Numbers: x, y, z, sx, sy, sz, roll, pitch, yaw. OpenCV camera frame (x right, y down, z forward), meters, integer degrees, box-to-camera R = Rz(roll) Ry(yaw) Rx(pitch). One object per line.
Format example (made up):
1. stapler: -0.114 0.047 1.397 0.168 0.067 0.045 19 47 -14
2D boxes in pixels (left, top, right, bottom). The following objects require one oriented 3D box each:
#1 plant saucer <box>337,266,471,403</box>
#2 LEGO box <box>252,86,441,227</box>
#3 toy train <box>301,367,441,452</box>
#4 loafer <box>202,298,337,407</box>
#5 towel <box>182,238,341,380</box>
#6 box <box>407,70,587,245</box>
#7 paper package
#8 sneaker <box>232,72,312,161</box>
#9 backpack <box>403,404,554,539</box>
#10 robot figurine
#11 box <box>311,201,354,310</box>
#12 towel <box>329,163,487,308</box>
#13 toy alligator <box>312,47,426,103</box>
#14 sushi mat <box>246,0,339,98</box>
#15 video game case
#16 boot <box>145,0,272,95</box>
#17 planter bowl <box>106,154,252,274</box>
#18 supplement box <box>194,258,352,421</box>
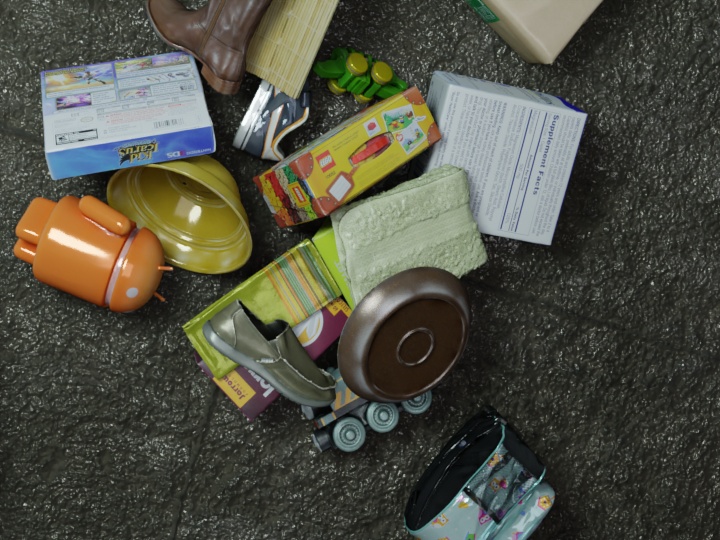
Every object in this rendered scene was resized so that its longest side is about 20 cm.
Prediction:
1. plant saucer: 0.065 0.091 1.368 0.197 0.032 0.203 -15 125 -22
2. LEGO box: -0.018 -0.142 1.368 0.199 0.148 0.078 -35 102 -25
3. toy train: 0.012 0.166 1.474 0.198 0.085 0.115 -28 90 -7
4. loafer: -0.102 0.103 1.343 0.199 0.075 0.070 33 100 -24
5. towel: -0.124 0.050 1.373 0.199 0.018 0.087 -35 99 -6
6. box: 0.178 -0.152 1.442 0.196 0.105 0.187 10 107 -12
7. paper package: 0.234 -0.410 1.443 0.200 0.103 0.191 42 87 -14
8. sneaker: -0.094 -0.240 1.406 0.078 0.079 0.202 24 102 -8
9. backpack: 0.158 0.311 1.470 0.199 0.176 0.154 -41 99 -1
10. robot figurine: -0.333 -0.020 1.351 0.197 0.117 0.146 23 99 -6
11. box: 0.000 0.000 1.426 0.047 0.122 0.202 -26 101 15
12. towel: 0.064 -0.038 1.357 0.197 0.036 0.151 -22 105 -18
13. toy alligator: 0.022 -0.260 1.443 0.197 0.059 0.055 14 59 -30
14. sushi mat: -0.084 -0.308 1.299 0.095 0.012 0.201 31 129 3
15. video game case: -0.289 -0.195 1.321 0.196 0.183 0.046 -10 133 -10
16. boot: -0.177 -0.346 1.302 0.186 0.201 0.064 44 46 16
17. planter bowl: -0.216 -0.092 1.369 0.199 0.200 0.084 32 54 -13
18. supplement box: -0.114 0.087 1.432 0.200 0.086 0.111 -44 103 -4
